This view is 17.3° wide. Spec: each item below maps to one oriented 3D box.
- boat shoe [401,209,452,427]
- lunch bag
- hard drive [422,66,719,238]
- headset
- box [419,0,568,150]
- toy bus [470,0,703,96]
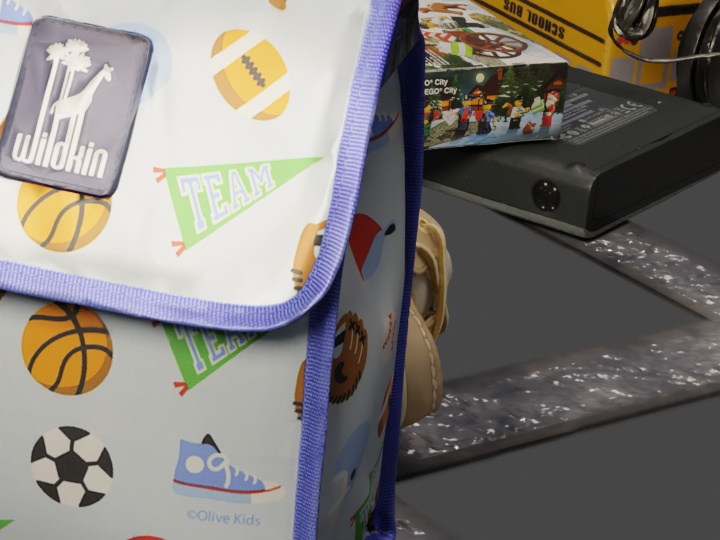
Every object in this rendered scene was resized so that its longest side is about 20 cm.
[{"bbox_3d":[0.000,0.000,0.865,0.069,0.074,0.200,-8,24,-15],"label":"boat shoe"},{"bbox_3d":[-0.073,-0.001,0.684,0.170,0.200,0.124,11,23,11],"label":"lunch bag"},{"bbox_3d":[0.055,-0.072,1.109,0.200,0.033,0.139,19,26,30],"label":"hard drive"},{"bbox_3d":[0.203,-0.111,1.136,0.200,0.094,0.123,10,8,-33],"label":"headset"},{"bbox_3d":[-0.014,-0.105,1.077,0.136,0.038,0.200,-6,25,-26],"label":"box"},{"bbox_3d":[0.096,-0.150,1.248,0.065,0.078,0.200,-10,27,-31],"label":"toy bus"}]
